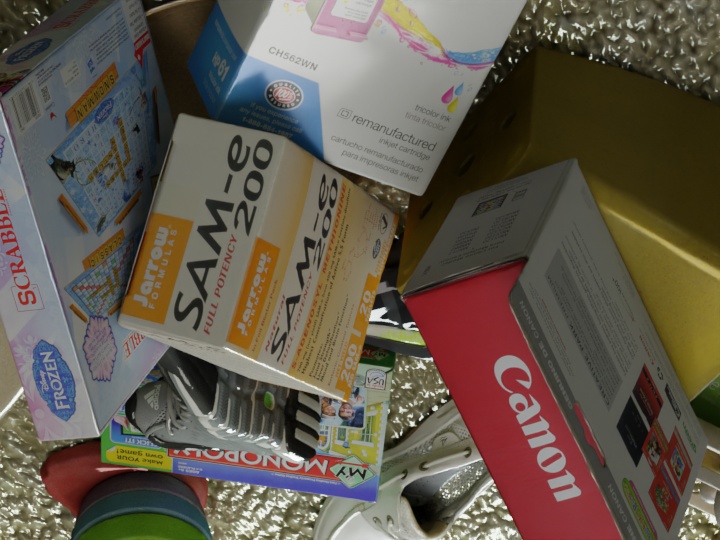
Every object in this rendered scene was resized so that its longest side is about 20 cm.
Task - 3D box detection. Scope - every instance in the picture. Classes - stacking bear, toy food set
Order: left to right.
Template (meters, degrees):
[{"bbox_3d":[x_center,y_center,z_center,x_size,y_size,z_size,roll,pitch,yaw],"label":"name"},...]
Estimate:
[{"bbox_3d":[-0.157,0.227,1.598,0.113,0.200,0.122,-16,132,8],"label":"stacking bear"},{"bbox_3d":[0.224,0.140,1.571,0.143,0.061,0.200,25,172,5],"label":"toy food set"}]

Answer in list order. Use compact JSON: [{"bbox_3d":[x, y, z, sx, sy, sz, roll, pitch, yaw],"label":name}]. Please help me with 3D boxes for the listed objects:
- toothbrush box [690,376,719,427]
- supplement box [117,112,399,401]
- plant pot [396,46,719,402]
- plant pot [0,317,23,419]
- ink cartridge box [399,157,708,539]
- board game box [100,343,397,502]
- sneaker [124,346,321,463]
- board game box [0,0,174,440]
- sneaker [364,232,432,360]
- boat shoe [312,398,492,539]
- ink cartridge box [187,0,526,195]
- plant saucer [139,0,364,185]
[{"bbox_3d":[0.303,0.029,1.554,0.145,0.086,0.200,31,120,-31],"label":"toothbrush box"},{"bbox_3d":[-0.054,-0.003,1.339,0.073,0.126,0.200,13,174,22],"label":"supplement box"},{"bbox_3d":[0.134,-0.019,1.428,0.176,0.200,0.200,33,122,-15],"label":"plant pot"},{"bbox_3d":[-0.269,-0.015,1.357,0.177,0.200,0.200,-30,129,22],"label":"plant pot"},{"bbox_3d":[0.108,0.067,1.276,0.084,0.176,0.200,-19,108,26],"label":"ink cartridge box"},{"bbox_3d":[-0.080,0.092,1.575,0.199,0.029,0.135,8,131,2],"label":"board game box"},{"bbox_3d":[-0.115,0.082,1.476,0.115,0.075,0.200,-4,154,25],"label":"sneaker"},{"bbox_3d":[-0.154,-0.038,1.287,0.041,0.200,0.200,-6,111,20],"label":"board game box"},{"bbox_3d":[0.000,0.000,1.505,0.200,0.072,0.083,9,130,-28],"label":"sneaker"},{"bbox_3d":[0.037,0.169,1.658,0.071,0.069,0.200,26,125,-29],"label":"boat shoe"},{"bbox_3d":[0.010,-0.164,1.309,0.144,0.085,0.200,18,112,-24],"label":"ink cartridge box"},{"bbox_3d":[-0.086,-0.100,1.420,0.200,0.035,0.201,-3,132,-4],"label":"plant saucer"}]
